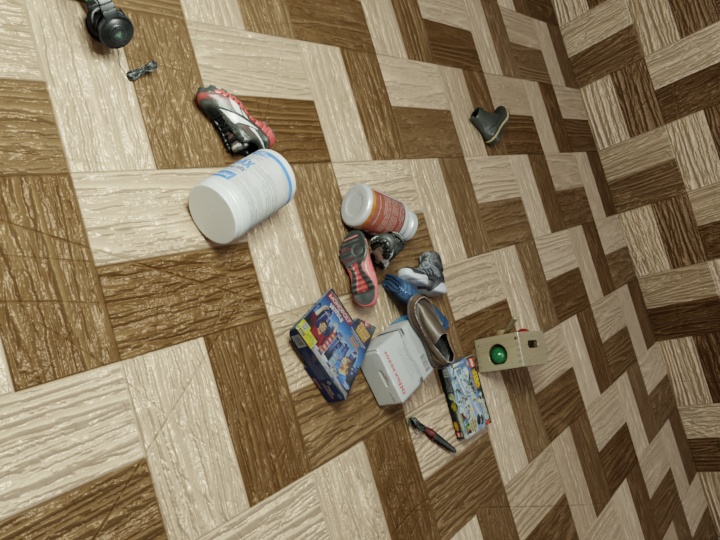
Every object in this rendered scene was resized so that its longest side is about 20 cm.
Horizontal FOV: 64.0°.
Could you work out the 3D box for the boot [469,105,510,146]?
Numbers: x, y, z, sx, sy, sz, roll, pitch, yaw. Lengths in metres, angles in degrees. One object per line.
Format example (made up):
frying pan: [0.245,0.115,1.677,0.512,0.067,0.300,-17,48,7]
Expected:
boot: [0.474,-0.573,2.116,0.138,0.077,0.202,41,49,-23]

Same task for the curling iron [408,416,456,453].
curling iron: [0.187,0.433,1.493,0.200,0.026,0.050,42,13,-33]

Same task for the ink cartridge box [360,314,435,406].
ink cartridge box: [0.097,0.219,1.433,0.199,0.085,0.148,-33,100,-46]

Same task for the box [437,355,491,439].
box: [0.296,0.355,1.627,0.136,0.040,0.203,-11,84,-46]

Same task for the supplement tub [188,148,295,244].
supplement tub: [-0.237,-0.156,1.181,0.200,0.131,0.133,-43,108,-46]

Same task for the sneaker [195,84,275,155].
sneaker: [-0.273,-0.310,1.240,0.200,0.070,0.099,37,50,-33]

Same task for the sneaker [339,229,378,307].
sneaker: [0.000,0.000,1.436,0.087,0.073,0.203,46,31,-69]

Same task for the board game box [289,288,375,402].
board game box: [-0.056,0.155,1.314,0.201,0.061,0.200,58,43,-14]

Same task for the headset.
headset: [-0.455,-0.458,1.072,0.093,0.123,0.202,-30,131,-21]

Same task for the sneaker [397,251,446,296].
sneaker: [0.169,-0.002,1.597,0.199,0.075,0.116,23,59,-46]

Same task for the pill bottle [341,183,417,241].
pill bottle: [0.054,-0.142,1.494,0.198,0.111,0.114,18,64,-41]

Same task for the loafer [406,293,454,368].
loafer: [0.184,0.147,1.426,0.073,0.071,0.202,-33,101,-31]

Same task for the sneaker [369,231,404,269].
sneaker: [0.071,-0.067,1.425,0.066,0.200,0.091,42,78,8]

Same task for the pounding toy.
pounding toy: [0.450,0.222,1.728,0.198,0.183,0.144,5,72,-45]

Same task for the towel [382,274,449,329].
towel: [0.149,0.085,1.517,0.200,0.111,0.049,41,86,-29]
